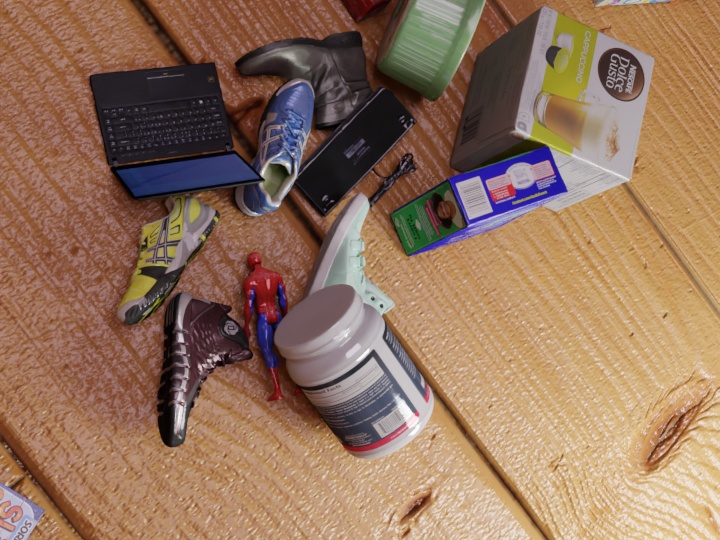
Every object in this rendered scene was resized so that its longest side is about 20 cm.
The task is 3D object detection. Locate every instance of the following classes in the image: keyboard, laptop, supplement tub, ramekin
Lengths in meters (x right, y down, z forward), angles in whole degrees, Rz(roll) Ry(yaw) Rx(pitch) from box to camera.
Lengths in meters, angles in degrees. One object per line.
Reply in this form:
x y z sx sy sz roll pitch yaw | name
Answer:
0.006 -0.155 1.613 0.200 0.021 0.127 -46 108 -13 | keyboard
-0.242 -0.187 1.489 0.177 0.103 0.200 -10 83 -24 | laptop
-0.008 0.132 1.471 0.140 0.140 0.200 -45 116 -23 | supplement tub
0.099 -0.351 1.615 0.098 0.200 0.200 22 72 -8 | ramekin

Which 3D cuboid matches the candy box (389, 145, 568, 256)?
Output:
0.160 -0.093 1.579 0.169 0.200 0.077 -19 85 -24 | candy box

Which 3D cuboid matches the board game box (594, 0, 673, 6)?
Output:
0.479 -0.501 1.846 0.200 0.105 0.103 -9 83 -23 | board game box

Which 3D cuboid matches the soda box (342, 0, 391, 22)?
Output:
-0.025 -0.469 1.653 0.063 0.070 0.200 -35 93 -25 | soda box

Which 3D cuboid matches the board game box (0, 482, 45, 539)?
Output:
-0.482 0.330 1.320 0.135 0.034 0.200 35 68 -12 | board game box

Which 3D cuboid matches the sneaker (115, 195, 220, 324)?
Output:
-0.263 -0.015 1.468 0.076 0.075 0.200 34 58 -4 | sneaker

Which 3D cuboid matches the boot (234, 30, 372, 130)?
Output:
-0.068 -0.259 1.598 0.200 0.068 0.131 -13 90 -22 | boot

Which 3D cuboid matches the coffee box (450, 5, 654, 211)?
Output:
0.278 -0.228 1.654 0.198 0.200 0.200 21 73 -17 | coffee box

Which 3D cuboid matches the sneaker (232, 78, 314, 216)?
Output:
-0.102 -0.164 1.535 0.076 0.077 0.200 21 84 -31 | sneaker

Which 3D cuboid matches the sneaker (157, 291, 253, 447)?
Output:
-0.194 0.129 1.459 0.115 0.076 0.200 9 75 -23 | sneaker

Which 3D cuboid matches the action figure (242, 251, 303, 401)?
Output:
-0.122 0.072 1.513 0.065 0.052 0.200 -9 83 -28 | action figure

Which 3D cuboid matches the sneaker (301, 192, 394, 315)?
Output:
0.000 0.000 1.562 0.118 0.074 0.201 22 81 -10 | sneaker
